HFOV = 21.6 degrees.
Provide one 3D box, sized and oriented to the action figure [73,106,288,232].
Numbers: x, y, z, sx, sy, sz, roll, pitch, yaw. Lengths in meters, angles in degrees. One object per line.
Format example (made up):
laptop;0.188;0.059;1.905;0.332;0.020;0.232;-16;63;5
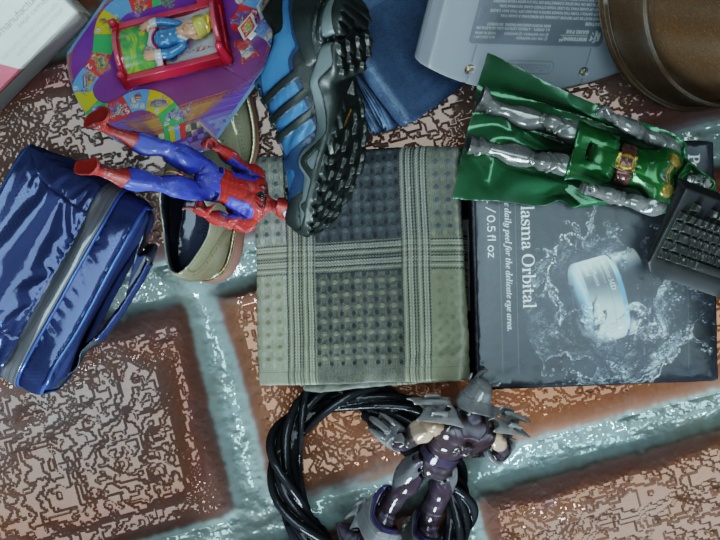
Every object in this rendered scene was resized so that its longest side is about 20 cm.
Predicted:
action figure;-0.128;-0.073;1.499;0.200;0.052;0.066;18;72;-38

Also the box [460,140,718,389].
box;0.184;-0.007;1.552;0.199;0.117;0.197;-2;93;-2

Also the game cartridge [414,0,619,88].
game cartridge;0.139;-0.211;1.522;0.200;0.040;0.134;-2;116;-32

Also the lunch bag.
lunch bag;-0.246;-0.003;1.534;0.132;0.136;0.200;30;91;-3

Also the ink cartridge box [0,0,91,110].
ink cartridge box;-0.345;-0.230;1.548;0.200;0.083;0.147;45;92;-2

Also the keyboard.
keyboard;0.314;-0.035;1.491;0.200;0.021;0.127;15;99;-41

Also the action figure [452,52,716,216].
action figure;0.182;-0.090;1.467;0.200;0.055;0.118;14;87;-6

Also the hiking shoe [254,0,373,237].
hiking shoe;-0.043;-0.129;1.517;0.087;0.074;0.200;15;105;28

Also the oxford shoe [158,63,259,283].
oxford shoe;-0.129;-0.088;1.556;0.071;0.074;0.201;0;91;21

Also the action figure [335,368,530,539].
action figure;0.056;0.157;1.509;0.130;0.069;0.200;17;117;-23

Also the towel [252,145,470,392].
towel;0.000;0.000;1.556;0.192;0.035;0.201;-2;86;22

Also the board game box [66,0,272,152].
board game box;-0.152;-0.196;1.540;0.158;0.039;0.200;31;81;17

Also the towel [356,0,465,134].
towel;0.007;-0.218;1.559;0.112;0.049;0.200;-34;93;-33

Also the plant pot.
plant pot;0.324;-0.210;1.470;0.200;0.198;0.201;-7;105;-26

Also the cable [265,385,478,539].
cable;0.008;0.180;1.590;0.163;0.051;0.200;-20;92;0
